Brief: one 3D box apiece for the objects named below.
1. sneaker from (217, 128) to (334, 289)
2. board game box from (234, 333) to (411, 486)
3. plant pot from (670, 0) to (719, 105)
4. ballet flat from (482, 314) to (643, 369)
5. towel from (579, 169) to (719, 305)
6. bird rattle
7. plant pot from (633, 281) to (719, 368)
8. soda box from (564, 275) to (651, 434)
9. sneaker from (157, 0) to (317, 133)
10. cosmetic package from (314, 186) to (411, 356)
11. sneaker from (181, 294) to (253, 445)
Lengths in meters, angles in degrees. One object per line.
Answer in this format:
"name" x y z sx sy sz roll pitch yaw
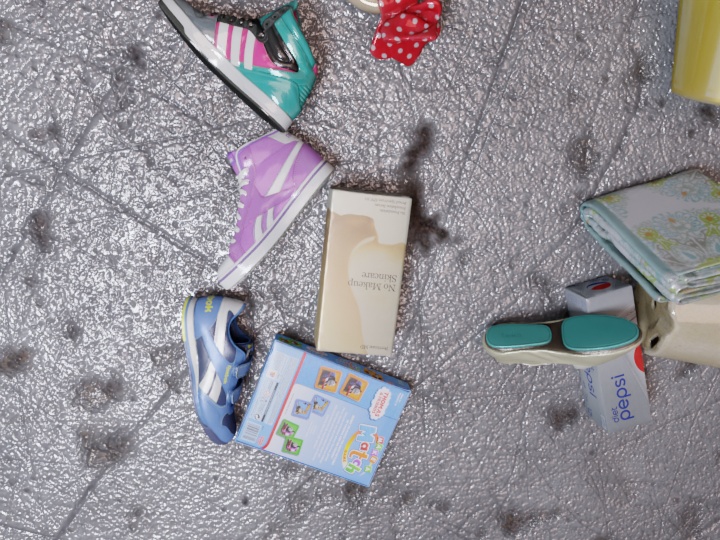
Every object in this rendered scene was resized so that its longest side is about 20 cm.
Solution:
"sneaker" -0.135 -0.082 0.696 0.114 0.073 0.202 38 85 -8
"board game box" -0.051 0.192 0.771 0.197 0.037 0.153 22 98 -9
"plant pot" 0.460 -0.296 0.658 0.197 0.202 0.192 1 117 -6
"ballet flat" 0.260 0.098 0.738 0.197 0.069 0.071 -3 104 27
"towel" 0.395 -0.046 0.695 0.168 0.201 0.049 -14 130 -4
"bird rattle" 0.039 -0.357 0.661 0.161 0.113 0.202 23 111 2
"plant pot" 0.464 0.048 0.729 0.180 0.201 0.204 2 101 5
"soda box" 0.343 0.116 0.782 0.067 0.063 0.203 -15 102 -3
"sneaker" -0.124 -0.271 0.650 0.200 0.084 0.121 42 88 -5
"cosmetic package" 0.000 0.000 0.720 0.103 0.071 0.204 4 101 -7
"sneaker" -0.175 0.128 0.728 0.081 0.074 0.204 -7 103 -6
